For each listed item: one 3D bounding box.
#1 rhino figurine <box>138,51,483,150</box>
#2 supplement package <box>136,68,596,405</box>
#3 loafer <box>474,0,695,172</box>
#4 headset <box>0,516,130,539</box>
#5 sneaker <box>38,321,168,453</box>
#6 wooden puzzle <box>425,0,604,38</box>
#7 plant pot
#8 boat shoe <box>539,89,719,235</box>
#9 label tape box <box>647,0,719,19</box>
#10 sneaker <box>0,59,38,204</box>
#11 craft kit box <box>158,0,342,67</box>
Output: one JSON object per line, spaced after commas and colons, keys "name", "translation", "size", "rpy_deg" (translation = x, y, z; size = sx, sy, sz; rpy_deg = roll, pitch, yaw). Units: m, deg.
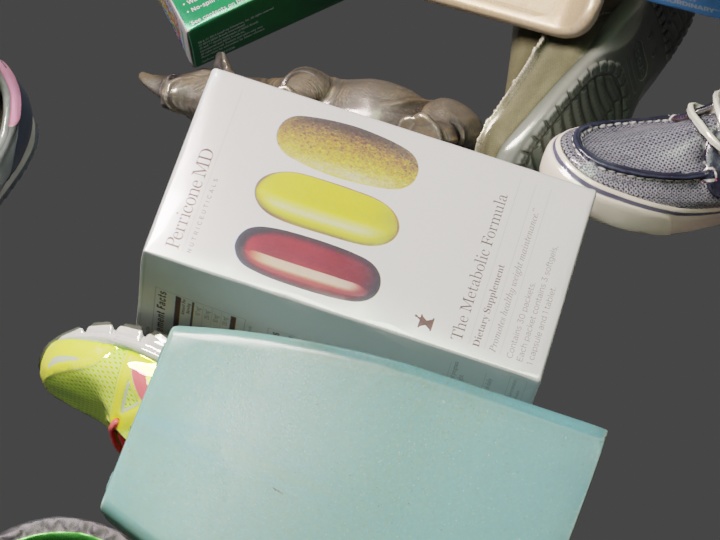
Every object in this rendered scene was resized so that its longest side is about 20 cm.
{"name": "rhino figurine", "translation": [-0.025, -0.077, 1.549], "size": [0.199, 0.087, 0.060], "rpy_deg": [14, 105, 12]}
{"name": "supplement package", "translation": [0.000, 0.000, 1.448], "size": [0.199, 0.110, 0.114], "rpy_deg": [17, 63, 2]}
{"name": "loafer", "translation": [0.109, -0.103, 1.551], "size": [0.069, 0.075, 0.200], "rpy_deg": [14, 46, 30]}
{"name": "headset", "translation": [-0.128, 0.205, 1.407], "size": [0.123, 0.094, 0.200], "rpy_deg": [-31, 68, -11]}
{"name": "sneaker", "translation": [-0.082, 0.097, 1.443], "size": [0.199, 0.078, 0.091], "rpy_deg": [27, 71, 16]}
{"name": "wooden puzzle", "translation": [0.065, -0.220, 1.568], "size": [0.199, 0.037, 0.186], "rpy_deg": [15, 69, 22]}
{"name": "plant pot", "translation": [-0.011, 0.107, 1.347], "size": [0.199, 0.141, 0.142], "rpy_deg": [22, 82, 0]}
{"name": "boat shoe", "translation": [0.191, -0.073, 1.480], "size": [0.199, 0.093, 0.075], "rpy_deg": [0, 42, -27]}
{"name": "label tape box", "translation": [0.211, -0.162, 1.494], "size": [0.143, 0.066, 0.200], "rpy_deg": [16, 33, 14]}
{"name": "sneaker", "translation": [-0.232, -0.026, 1.535], "size": [0.070, 0.082, 0.201], "rpy_deg": [16, 66, 9]}
{"name": "craft kit box", "translation": [-0.047, -0.238, 1.649], "size": [0.199, 0.049, 0.198], "rpy_deg": [-26, 62, -8]}
